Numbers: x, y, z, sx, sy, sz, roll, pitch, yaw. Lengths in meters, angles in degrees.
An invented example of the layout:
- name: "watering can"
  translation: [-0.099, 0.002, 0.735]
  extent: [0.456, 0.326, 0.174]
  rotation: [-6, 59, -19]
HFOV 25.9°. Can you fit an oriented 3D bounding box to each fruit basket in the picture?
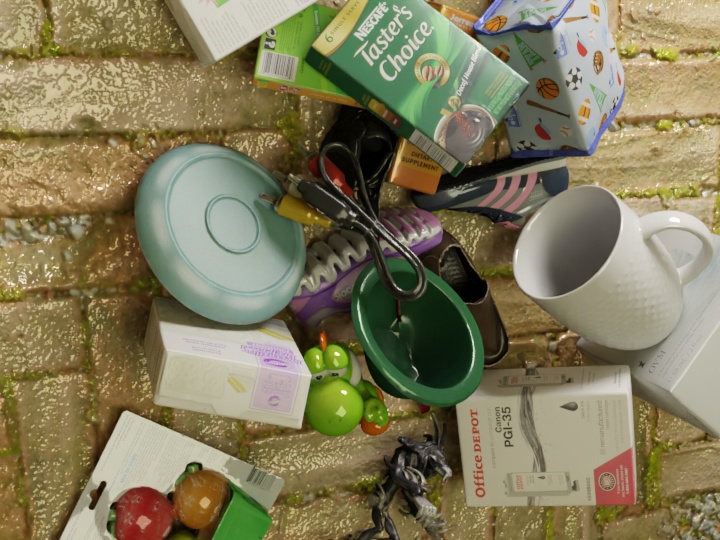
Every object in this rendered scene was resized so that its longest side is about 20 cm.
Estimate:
- name: "fruit basket"
  translation: [-0.207, 0.268, 1.688]
  extent: [0.200, 0.094, 0.186]
  rotation: [26, 91, -14]

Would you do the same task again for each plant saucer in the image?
- name: "plant saucer"
  translation: [-0.135, -0.043, 1.596]
  extent: [0.200, 0.027, 0.201]
  rotation: [16, 60, -30]

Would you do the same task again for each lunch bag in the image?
- name: "lunch bag"
  translation: [0.220, -0.244, 1.720]
  extent: [0.200, 0.124, 0.170]
  rotation: [-52, 134, -40]

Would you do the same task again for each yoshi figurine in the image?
- name: "yoshi figurine"
  translation: [-0.025, 0.143, 1.662]
  extent: [0.112, 0.112, 0.200]
  rotation: [-44, 160, -7]

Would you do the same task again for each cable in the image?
- name: "cable"
  translation: [-0.001, -0.055, 1.611]
  extent: [0.200, 0.050, 0.097]
  rotation: [38, 86, -1]

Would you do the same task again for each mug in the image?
- name: "mug"
  translation: [0.301, -0.002, 1.760]
  extent: [0.200, 0.148, 0.175]
  rotation: [-31, 132, 27]

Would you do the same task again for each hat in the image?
- name: "hat"
  translation: [0.024, 0.107, 1.704]
  extent: [0.200, 0.176, 0.166]
  rotation: [44, 45, -10]

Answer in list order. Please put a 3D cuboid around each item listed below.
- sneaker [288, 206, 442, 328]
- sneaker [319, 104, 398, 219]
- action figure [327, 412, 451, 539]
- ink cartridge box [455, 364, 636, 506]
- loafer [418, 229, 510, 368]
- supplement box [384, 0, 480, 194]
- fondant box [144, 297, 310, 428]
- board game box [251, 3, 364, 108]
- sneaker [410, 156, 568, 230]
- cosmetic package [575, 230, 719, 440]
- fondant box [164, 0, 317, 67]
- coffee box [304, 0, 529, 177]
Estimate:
- name: "sneaker"
  translation: [0.000, 0.000, 1.713]
  extent: [0.200, 0.081, 0.089]
  rotation: [-24, 120, -9]
- name: "sneaker"
  translation: [0.010, -0.152, 1.660]
  extent: [0.060, 0.104, 0.200]
  rotation: [14, 97, -30]
- name: "action figure"
  translation: [0.054, 0.267, 1.792]
  extent: [0.200, 0.102, 0.119]
  rotation: [-52, 151, -3]
- name: "ink cartridge box"
  translation: [0.215, 0.193, 1.812]
  extent: [0.199, 0.083, 0.147]
  rotation: [-3, 109, 12]
- name: "loafer"
  translation: [0.116, 0.038, 1.784]
  extent: [0.073, 0.071, 0.200]
  rotation: [-40, 118, -12]
- name: "supplement box"
  translation: [0.069, -0.188, 1.702]
  extent: [0.066, 0.069, 0.200]
  rotation: [13, 94, -30]
- name: "fondant box"
  translation: [-0.137, 0.090, 1.571]
  extent: [0.144, 0.200, 0.058]
  rotation: [11, 102, -13]
- name: "board game box"
  translation: [-0.006, -0.218, 1.622]
  extent: [0.199, 0.030, 0.096]
  rotation: [10, 74, -6]
- name: "sneaker"
  translation: [0.152, -0.078, 1.772]
  extent: [0.200, 0.070, 0.082]
  rotation: [-14, 107, -21]
- name: "cosmetic package"
  translation: [0.398, 0.066, 1.861]
  extent: [0.123, 0.200, 0.200]
  rotation: [39, 84, -27]
- name: "fondant box"
  translation: [-0.106, -0.316, 1.566]
  extent: [0.200, 0.058, 0.144]
  rotation: [-34, 101, -16]
- name: "coffee box"
  translation: [0.057, -0.203, 1.594]
  extent: [0.200, 0.044, 0.123]
  rotation: [39, 72, 1]
